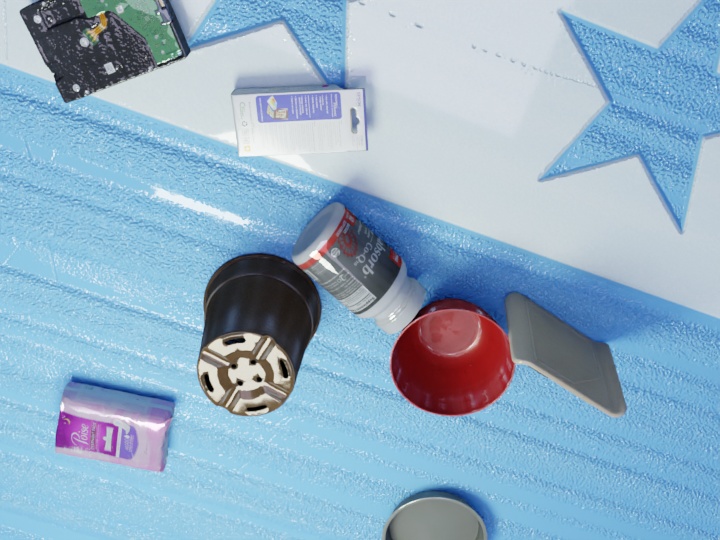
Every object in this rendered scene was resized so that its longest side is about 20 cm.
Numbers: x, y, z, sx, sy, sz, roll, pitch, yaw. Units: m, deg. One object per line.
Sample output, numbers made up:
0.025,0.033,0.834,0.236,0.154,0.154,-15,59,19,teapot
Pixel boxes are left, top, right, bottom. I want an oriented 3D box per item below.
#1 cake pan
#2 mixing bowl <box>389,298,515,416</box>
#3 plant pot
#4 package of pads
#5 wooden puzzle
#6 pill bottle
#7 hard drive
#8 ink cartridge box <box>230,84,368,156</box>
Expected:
0.138,0.491,1.688,0.196,0.037,0.203,1,118,1,cake pan
0.146,0.121,1.453,0.196,0.109,0.203,1,120,3,mixing bowl
-0.167,0.108,1.409,0.196,0.199,0.203,1,118,2,plant pot
-0.426,0.272,1.573,0.196,0.076,0.122,12,115,-4,package of pads
0.314,0.133,1.411,0.198,0.186,0.037,27,119,-12,wooden puzzle
0.000,0.000,1.392,0.199,0.116,0.116,40,112,-18,pill bottle
-0.356,-0.335,1.266,0.197,0.038,0.141,-17,116,12,hard drive
-0.088,-0.221,1.326,0.196,0.037,0.096,-1,117,5,ink cartridge box
